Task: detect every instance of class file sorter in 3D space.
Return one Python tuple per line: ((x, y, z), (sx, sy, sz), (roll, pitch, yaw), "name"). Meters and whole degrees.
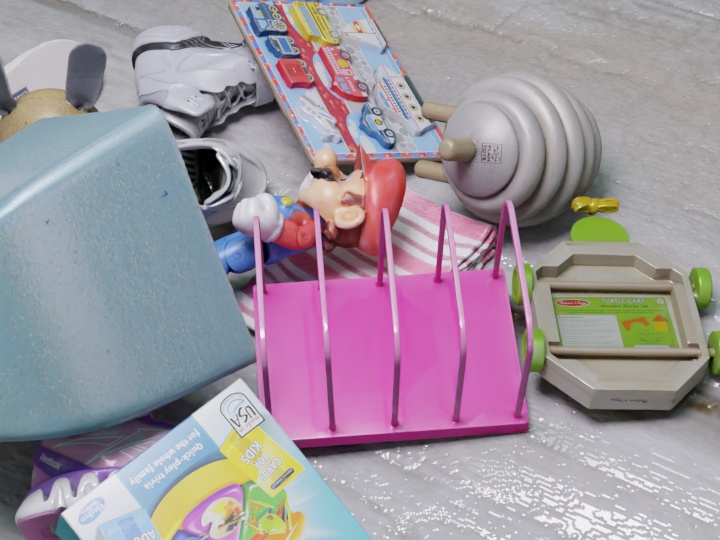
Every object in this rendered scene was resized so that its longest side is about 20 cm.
((0.020, 0.033, 1.111), (0.197, 0.126, 0.140), (-4, 55, -3), "file sorter")

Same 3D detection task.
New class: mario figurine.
((-0.060, -0.053, 1.218), (0.198, 0.107, 0.124), (-20, 41, -7), "mario figurine")

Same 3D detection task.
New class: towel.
((0.000, 0.000, 1.243), (0.146, 0.030, 0.200), (27, 55, 32), "towel")

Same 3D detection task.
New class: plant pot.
((-0.230, 0.017, 1.076), (0.199, 0.198, 0.195), (-31, 20, -33), "plant pot")

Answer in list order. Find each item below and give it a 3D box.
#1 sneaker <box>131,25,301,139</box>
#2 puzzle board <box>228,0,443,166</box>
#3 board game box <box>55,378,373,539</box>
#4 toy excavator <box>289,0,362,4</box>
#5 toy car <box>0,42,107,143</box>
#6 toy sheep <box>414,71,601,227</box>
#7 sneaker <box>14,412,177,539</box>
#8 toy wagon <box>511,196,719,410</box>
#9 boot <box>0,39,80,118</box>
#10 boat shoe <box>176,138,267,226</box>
((-0.116, -0.161, 1.395), (0.197, 0.075, 0.116), (3, 55, 1), "sneaker")
((-0.016, -0.172, 1.357), (0.149, 0.017, 0.201), (-5, 53, -33), "puzzle board")
((-0.074, 0.194, 0.981), (0.151, 0.047, 0.200), (-36, 79, -26), "board game box")
((0.002, -0.324, 1.539), (0.198, 0.100, 0.196), (16, 50, 5), "toy excavator")
((-0.249, -0.110, 1.265), (0.162, 0.201, 0.159), (-2, 44, 5), "toy car")
((0.123, -0.099, 1.249), (0.137, 0.139, 0.199), (30, 27, 32), "toy sheep")
((-0.146, 0.133, 1.083), (0.198, 0.081, 0.089), (-9, 54, -1), "sneaker")
((0.194, 0.023, 1.174), (0.153, 0.040, 0.201), (1, 44, -5), "toy wagon")
((-0.332, -0.156, 1.420), (0.090, 0.073, 0.200), (-12, 15, 38), "boot")
((-0.129, -0.071, 1.246), (0.066, 0.075, 0.199), (4, 6, 35), "boat shoe")
